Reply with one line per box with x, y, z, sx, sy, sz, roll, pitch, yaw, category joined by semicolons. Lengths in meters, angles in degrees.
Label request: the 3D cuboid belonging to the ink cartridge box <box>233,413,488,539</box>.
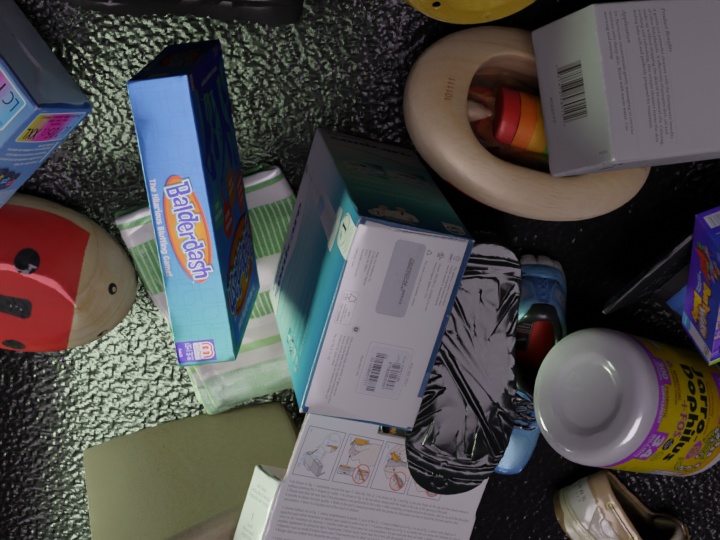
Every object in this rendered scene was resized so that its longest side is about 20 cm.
0.008;0.176;1.005;0.199;0.045;0.177;17;91;-36;ink cartridge box

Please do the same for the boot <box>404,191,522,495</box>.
0.080;0.047;0.978;0.076;0.168;0.201;8;106;1;boot

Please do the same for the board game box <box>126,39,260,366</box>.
-0.115;-0.053;0.924;0.045;0.152;0.201;-6;109;4;board game box

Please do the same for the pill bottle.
0.232;0.109;1.026;0.200;0.104;0.104;14;124;-47;pill bottle

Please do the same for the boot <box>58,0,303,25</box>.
-0.122;-0.257;0.868;0.210;0.080;0.158;2;127;-14;boot

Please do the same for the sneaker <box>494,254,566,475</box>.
0.126;0.090;1.060;0.078;0.090;0.201;3;120;-2;sneaker

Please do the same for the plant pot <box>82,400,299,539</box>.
-0.102;0.229;1.084;0.177;0.200;0.200;-28;117;-2;plant pot

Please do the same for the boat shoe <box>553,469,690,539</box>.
0.263;0.251;1.160;0.200;0.074;0.066;38;118;-19;boat shoe

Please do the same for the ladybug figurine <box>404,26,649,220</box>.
0.119;-0.100;0.937;0.199;0.136;0.072;17;163;-17;ladybug figurine

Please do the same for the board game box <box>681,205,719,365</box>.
0.340;-0.018;0.948;0.199;0.045;0.135;-21;143;-7;board game box

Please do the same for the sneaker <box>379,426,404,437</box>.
0.039;0.111;1.078;0.079;0.078;0.201;-5;112;17;sneaker

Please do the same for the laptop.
0.309;0.001;0.999;0.177;0.200;0.103;-45;75;24;laptop

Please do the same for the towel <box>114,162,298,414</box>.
-0.096;0.018;1.056;0.152;0.023;0.201;-18;117;8;towel

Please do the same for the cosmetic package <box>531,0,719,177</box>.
0.229;-0.128;0.885;0.199;0.085;0.108;-6;89;-23;cosmetic package

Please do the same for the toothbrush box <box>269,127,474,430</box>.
0.000;0.000;0.933;0.085;0.200;0.147;11;109;-16;toothbrush box

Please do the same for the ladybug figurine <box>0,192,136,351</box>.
-0.279;0.008;1.020;0.199;0.072;0.136;10;119;-6;ladybug figurine

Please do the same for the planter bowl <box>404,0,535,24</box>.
0.074;-0.221;0.839;0.199;0.084;0.201;-7;149;-4;planter bowl

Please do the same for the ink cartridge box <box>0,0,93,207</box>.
-0.308;-0.100;0.928;0.200;0.076;0.137;-42;80;22;ink cartridge box
